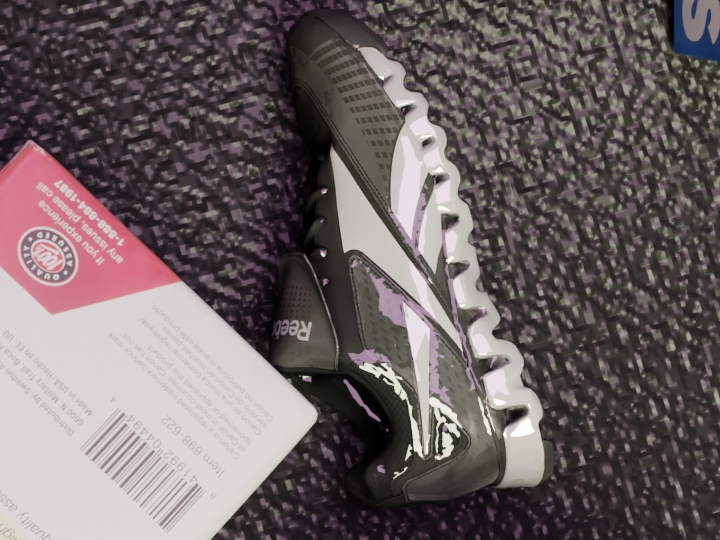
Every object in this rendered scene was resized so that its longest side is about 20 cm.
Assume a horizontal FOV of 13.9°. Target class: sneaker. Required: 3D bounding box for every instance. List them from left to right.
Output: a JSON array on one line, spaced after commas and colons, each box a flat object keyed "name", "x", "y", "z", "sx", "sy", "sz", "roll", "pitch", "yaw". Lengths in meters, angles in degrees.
[{"name": "sneaker", "x": 0.000, "y": 0.000, "z": 1.117, "sx": 0.090, "sy": 0.066, "sz": 0.201, "roll": -20, "pitch": 88, "yaw": -19}]

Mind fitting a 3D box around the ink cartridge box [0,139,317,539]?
[{"name": "ink cartridge box", "x": -0.138, "y": 0.078, "z": 1.058, "sx": 0.145, "sy": 0.083, "sz": 0.200, "roll": 44, "pitch": 73, "yaw": -4}]

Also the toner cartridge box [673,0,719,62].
[{"name": "toner cartridge box", "x": 0.161, "y": -0.179, "z": 1.142, "sx": 0.043, "sy": 0.095, "sz": 0.201, "roll": -6, "pitch": 101, "yaw": -24}]
